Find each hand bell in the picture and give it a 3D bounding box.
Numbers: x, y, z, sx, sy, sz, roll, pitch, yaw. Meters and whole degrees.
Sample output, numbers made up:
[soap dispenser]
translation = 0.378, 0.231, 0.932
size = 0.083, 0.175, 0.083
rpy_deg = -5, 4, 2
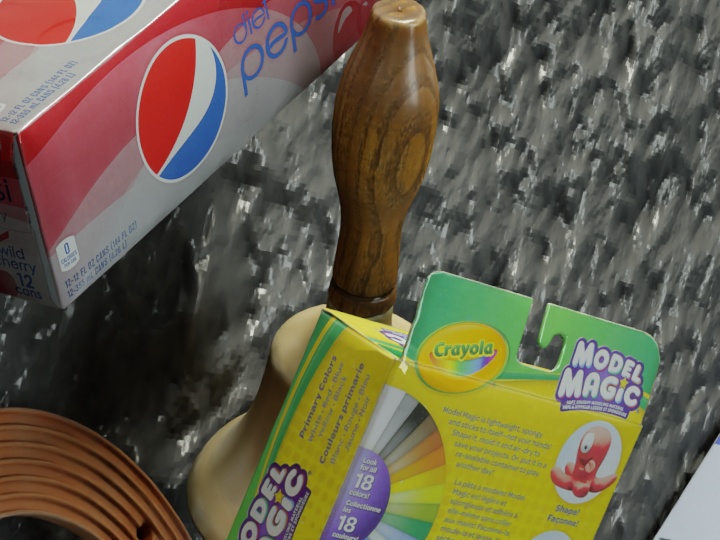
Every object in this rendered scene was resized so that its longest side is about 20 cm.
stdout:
[hand bell]
translation = 0.000, 0.000, 0.940
size = 0.104, 0.104, 0.201
rpy_deg = -39, 144, -46

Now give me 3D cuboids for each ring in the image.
[ring]
translation = -0.104, 0.143, 0.891
size = 0.200, 0.019, 0.202
rpy_deg = 25, 58, -50

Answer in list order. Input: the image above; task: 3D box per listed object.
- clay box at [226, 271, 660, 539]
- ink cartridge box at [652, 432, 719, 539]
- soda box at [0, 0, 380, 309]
[clay box]
translation = 0.013, 0.096, 0.910
size = 0.114, 0.048, 0.201
rpy_deg = 17, 99, -41
[ink cartridge box]
translation = 0.180, 0.159, 1.407
size = 0.200, 0.042, 0.120
rpy_deg = -55, 143, -36
[soda box]
translation = -0.066, -0.072, 0.888
size = 0.200, 0.070, 0.064
rpy_deg = -46, 136, -41
